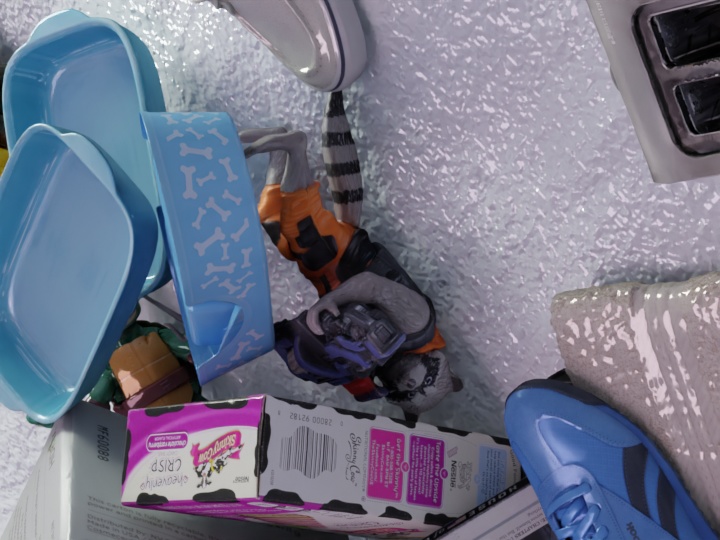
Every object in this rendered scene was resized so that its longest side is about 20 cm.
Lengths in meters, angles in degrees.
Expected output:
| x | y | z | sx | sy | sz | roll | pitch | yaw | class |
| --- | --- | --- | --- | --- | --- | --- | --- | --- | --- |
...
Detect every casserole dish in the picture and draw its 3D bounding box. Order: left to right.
| x | y | z | sx | sy | sz | roll | pitch | yaw | class |
| --- | --- | --- | --- | --- | --- | --- | --- | --- | --- |
| -0.181 | 0.001 | 1.220 | 0.121 | 0.039 | 0.200 | 46 | 126 | 25 | casserole dish |
| -0.165 | -0.064 | 1.268 | 0.121 | 0.039 | 0.201 | -14 | 83 | 36 | casserole dish |

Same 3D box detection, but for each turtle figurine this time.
| x | y | z | sx | sy | sz | roll | pitch | yaw | class |
| --- | --- | --- | --- | --- | --- | --- | --- | --- | --- |
| -0.138 | 0.079 | 1.351 | 0.149 | 0.101 | 0.200 | -33 | 91 | 11 | turtle figurine |

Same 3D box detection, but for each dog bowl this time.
| x | y | z | sx | sy | sz | roll | pitch | yaw | class |
| --- | --- | --- | --- | --- | --- | --- | --- | --- | --- |
| -0.084 | -0.015 | 1.125 | 0.200 | 0.049 | 0.112 | 90 | 165 | -61 | dog bowl |

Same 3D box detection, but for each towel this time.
| x | y | z | sx | sy | sz | roll | pitch | yaw | class |
| --- | --- | --- | --- | --- | --- | --- | --- | --- | --- |
| 0.181 | 0.096 | 1.059 | 0.132 | 0.034 | 0.201 | -8 | 109 | 40 | towel |

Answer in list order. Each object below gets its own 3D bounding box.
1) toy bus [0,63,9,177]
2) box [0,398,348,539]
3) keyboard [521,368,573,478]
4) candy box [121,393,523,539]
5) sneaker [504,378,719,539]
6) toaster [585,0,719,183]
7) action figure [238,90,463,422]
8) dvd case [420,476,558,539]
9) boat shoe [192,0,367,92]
| x | y | z | sx | sy | sz | roll | pitch | yaw | class |
| --- | --- | --- | --- | --- | --- | --- | --- | --- | --- |
| -0.320 | -0.080 | 1.360 | 0.200 | 0.192 | 0.136 | 47 | 142 | 15 | toy bus |
| -0.124 | 0.221 | 1.232 | 0.198 | 0.200 | 0.172 | 22 | 112 | -17 | box |
| 0.148 | 0.148 | 1.152 | 0.127 | 0.021 | 0.201 | -2 | 112 | 40 | keyboard |
| -0.020 | 0.119 | 1.172 | 0.136 | 0.200 | 0.061 | -10 | 72 | 50 | candy box |
| 0.137 | 0.146 | 1.047 | 0.200 | 0.078 | 0.066 | 51 | 137 | 4 | sneaker |
| 0.183 | -0.142 | 0.843 | 0.200 | 0.119 | 0.181 | -7 | 110 | 48 | toaster |
| 0.000 | 0.000 | 1.149 | 0.194 | 0.104 | 0.200 | 59 | 162 | -10 | action figure |
| 0.103 | 0.228 | 1.140 | 0.200 | 0.150 | 0.025 | 58 | -176 | -7 | dvd case |
| -0.077 | -0.177 | 1.133 | 0.200 | 0.070 | 0.071 | 55 | 141 | 4 | boat shoe |
